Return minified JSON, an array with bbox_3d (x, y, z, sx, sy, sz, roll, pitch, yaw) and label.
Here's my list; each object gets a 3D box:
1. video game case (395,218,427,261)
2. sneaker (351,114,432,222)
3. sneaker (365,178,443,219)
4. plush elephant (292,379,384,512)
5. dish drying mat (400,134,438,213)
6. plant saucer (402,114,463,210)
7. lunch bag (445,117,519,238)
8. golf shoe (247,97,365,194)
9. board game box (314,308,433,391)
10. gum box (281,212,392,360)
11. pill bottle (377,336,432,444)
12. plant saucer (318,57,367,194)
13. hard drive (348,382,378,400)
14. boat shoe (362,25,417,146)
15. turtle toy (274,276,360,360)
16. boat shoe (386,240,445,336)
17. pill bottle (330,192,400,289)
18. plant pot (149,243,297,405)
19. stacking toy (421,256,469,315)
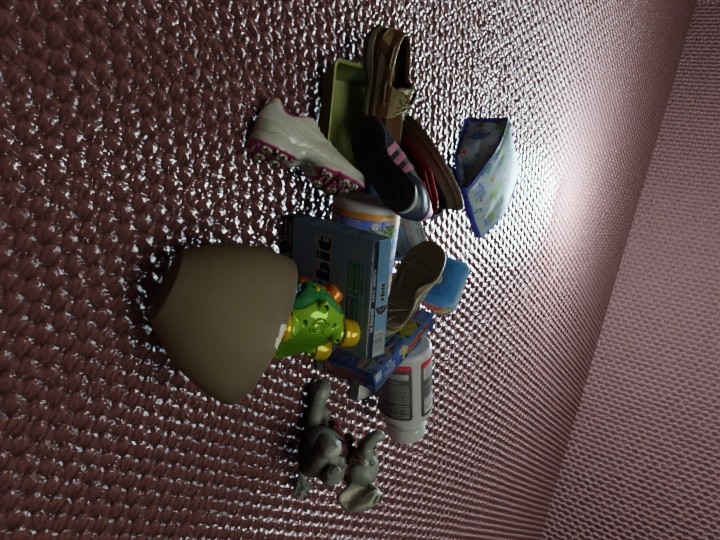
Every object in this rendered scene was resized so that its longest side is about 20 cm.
[{"bbox_3d":[0.054,-0.089,1.218,0.198,0.018,0.147,-14,86,-55],"label":"video game case"},{"bbox_3d":[0.047,-0.151,1.030,0.070,0.203,0.081,-37,145,21],"label":"sneaker"},{"bbox_3d":[0.082,-0.131,1.169,0.198,0.077,0.068,17,90,-56],"label":"sneaker"},{"bbox_3d":[-0.025,0.322,1.169,0.151,0.166,0.205,9,115,-17],"label":"plush elephant"},{"bbox_3d":[0.090,-0.164,1.099,0.018,0.201,0.078,-19,119,-1],"label":"dish drying mat"},{"bbox_3d":[0.121,-0.190,1.215,0.029,0.201,0.201,-33,138,-1],"label":"plant saucer"},{"bbox_3d":[0.262,-0.200,1.455,0.171,0.124,0.204,55,47,-49],"label":"lunch bag"},{"bbox_3d":[-0.067,-0.179,0.978,0.197,0.074,0.094,23,70,-34],"label":"golf shoe"},{"bbox_3d":[0.027,0.125,1.208,0.199,0.133,0.035,-40,133,-41],"label":"board game box"},{"bbox_3d":[-0.043,0.018,1.004,0.044,0.197,0.175,-13,112,-45],"label":"gum box"},{"bbox_3d":[0.087,0.231,1.310,0.110,0.109,0.205,-31,126,-47],"label":"pill bottle"},{"bbox_3d":[-0.009,-0.231,1.107,0.198,0.047,0.206,-9,109,-55],"label":"plant saucer"},{"bbox_3d":[0.049,0.178,1.358,0.198,0.026,0.136,-4,104,-56],"label":"hard drive"},{"bbox_3d":[0.049,-0.280,1.067,0.075,0.072,0.205,-34,128,-45],"label":"boat shoe"},{"bbox_3d":[-0.098,0.069,0.955,0.143,0.199,0.104,9,66,-34],"label":"turtle toy"},{"bbox_3d":[0.085,0.031,1.183,0.202,0.071,0.065,-56,178,-30],"label":"boat shoe"},{"bbox_3d":[-0.001,-0.013,1.067,0.111,0.110,0.206,-15,116,-53],"label":"pill bottle"},{"bbox_3d":[-0.185,0.047,0.844,0.133,0.199,0.205,28,76,-24],"label":"plant pot"},{"bbox_3d":[0.178,0.054,1.461,0.112,0.114,0.201,-65,159,-15],"label":"stacking toy"}]
